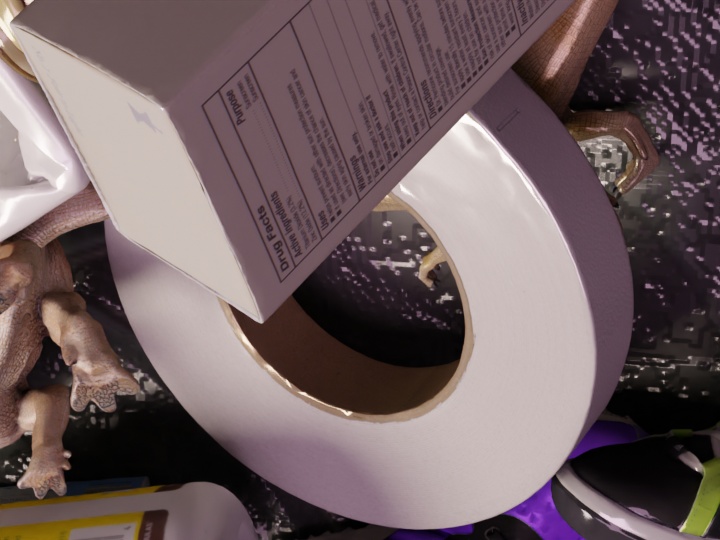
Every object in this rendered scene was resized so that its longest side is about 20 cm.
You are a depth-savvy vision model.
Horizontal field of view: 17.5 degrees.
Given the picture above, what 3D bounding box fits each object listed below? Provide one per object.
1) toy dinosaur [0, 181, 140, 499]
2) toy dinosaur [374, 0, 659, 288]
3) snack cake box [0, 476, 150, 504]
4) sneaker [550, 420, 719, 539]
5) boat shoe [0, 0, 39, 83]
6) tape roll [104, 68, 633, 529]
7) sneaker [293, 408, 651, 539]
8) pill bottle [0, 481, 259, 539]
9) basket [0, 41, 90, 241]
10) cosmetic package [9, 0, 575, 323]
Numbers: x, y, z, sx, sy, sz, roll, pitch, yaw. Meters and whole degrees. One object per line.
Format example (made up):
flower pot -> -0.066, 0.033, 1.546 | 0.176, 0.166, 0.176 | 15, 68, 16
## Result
toy dinosaur -> -0.146, 0.014, 0.868 | 0.086, 0.136, 0.200 | 22, 114, -30
toy dinosaur -> 0.056, -0.053, 0.825 | 0.101, 0.058, 0.200 | 42, 118, -15
snack cake box -> -0.127, 0.190, 0.999 | 0.114, 0.067, 0.201 | -5, 120, 10
sneaker -> 0.164, 0.061, 0.861 | 0.199, 0.072, 0.083 | 0, 109, -18
boat shoe -> -0.101, -0.163, 0.740 | 0.067, 0.072, 0.201 | -16, 89, 24
tape roll -> 0.000, 0.000, 0.835 | 0.202, 0.037, 0.204 | 16, 126, 24
sneaker -> 0.035, 0.132, 0.914 | 0.200, 0.100, 0.070 | -30, 112, 21
pill bottle -> -0.138, 0.142, 0.869 | 0.199, 0.109, 0.110 | -7, 120, 12
basket -> -0.184, -0.104, 0.796 | 0.135, 0.124, 0.200 | -26, 114, 22
cosmetic package -> 0.000, -0.094, 0.715 | 0.073, 0.200, 0.104 | 31, 156, 35
